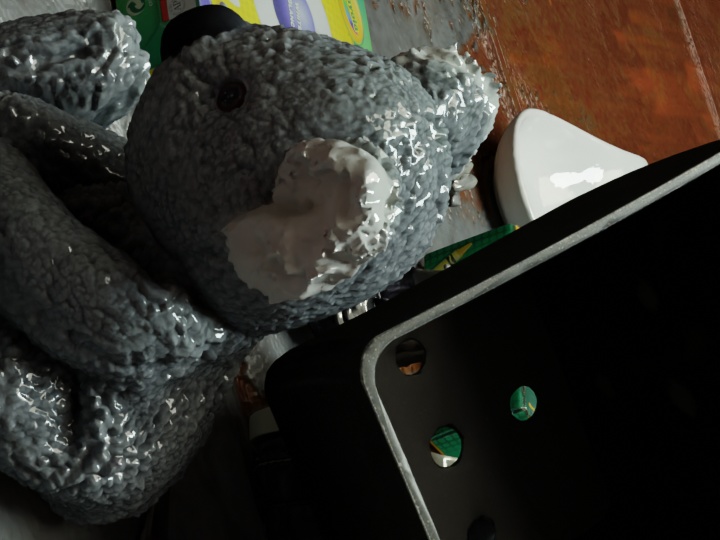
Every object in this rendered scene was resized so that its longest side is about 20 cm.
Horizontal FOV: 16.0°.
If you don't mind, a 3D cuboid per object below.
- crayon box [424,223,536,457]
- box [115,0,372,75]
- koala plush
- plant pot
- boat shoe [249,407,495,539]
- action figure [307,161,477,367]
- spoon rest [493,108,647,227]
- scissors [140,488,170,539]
[{"bbox_3d":[0.104,0.082,1.357,0.200,0.058,0.119,47,32,-44],"label":"crayon box"},{"bbox_3d":[-0.044,-0.108,1.189,0.200,0.048,0.118,34,43,-58],"label":"box"},{"bbox_3d":[-0.052,-0.019,0.895,0.185,0.199,0.177,67,22,-8],"label":"koala plush"},{"bbox_3d":[0.073,0.074,0.997,0.199,0.177,0.201,-28,104,-25],"label":"plant pot"},{"bbox_3d":[0.022,0.114,1.125,0.199,0.074,0.067,31,54,-53],"label":"boat shoe"},{"bbox_3d":[0.000,0.000,1.129,0.200,0.101,0.120,21,68,-62],"label":"action figure"},{"bbox_3d":[0.132,-0.047,1.527,0.200,0.060,0.100,-3,74,-68],"label":"spoon rest"},{"bbox_3d":[-0.078,0.123,0.971,0.073,0.014,0.200,58,24,-25],"label":"scissors"}]
